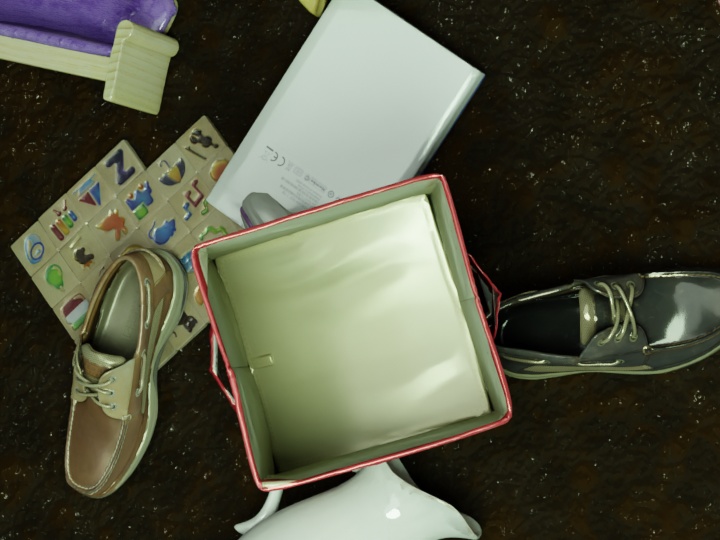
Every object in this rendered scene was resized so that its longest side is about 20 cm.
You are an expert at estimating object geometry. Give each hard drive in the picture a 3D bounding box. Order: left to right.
[{"bbox_3d":[-0.013,-0.101,1.708,0.132,0.025,0.201,35,98,17],"label":"hard drive"}]

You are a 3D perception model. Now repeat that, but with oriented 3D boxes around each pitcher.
[{"bbox_3d":[-0.037,0.200,1.647,0.200,0.121,0.172,-43,62,2],"label":"pitcher"}]

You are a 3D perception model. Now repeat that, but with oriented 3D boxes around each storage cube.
[{"bbox_3d":[-0.004,0.044,1.531,0.199,0.180,0.172,-16,88,-1],"label":"storage cube"}]

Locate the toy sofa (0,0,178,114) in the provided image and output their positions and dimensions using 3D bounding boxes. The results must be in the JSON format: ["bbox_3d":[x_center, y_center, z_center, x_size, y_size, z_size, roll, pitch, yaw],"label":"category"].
[{"bbox_3d":[-0.250,-0.193,1.793,0.199,0.083,0.098,14,91,24],"label":"toy sofa"}]

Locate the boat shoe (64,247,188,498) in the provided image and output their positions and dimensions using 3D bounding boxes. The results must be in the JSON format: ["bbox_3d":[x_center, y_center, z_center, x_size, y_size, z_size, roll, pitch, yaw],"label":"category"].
[{"bbox_3d":[-0.196,0.077,1.738,0.075,0.072,0.201,13,89,24],"label":"boat shoe"}]

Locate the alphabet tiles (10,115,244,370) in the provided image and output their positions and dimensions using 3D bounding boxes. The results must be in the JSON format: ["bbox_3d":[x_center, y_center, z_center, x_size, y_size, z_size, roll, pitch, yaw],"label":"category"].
[{"bbox_3d":[-0.166,-0.021,1.780,0.200,0.008,0.167,-42,70,13],"label":"alphabet tiles"}]

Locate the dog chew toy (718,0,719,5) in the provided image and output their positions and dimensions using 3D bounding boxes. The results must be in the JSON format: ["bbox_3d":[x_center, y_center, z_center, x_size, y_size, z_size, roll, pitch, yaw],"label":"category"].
[{"bbox_3d":[0.332,-0.241,1.537,0.199,0.125,0.125,-22,76,12],"label":"dog chew toy"}]

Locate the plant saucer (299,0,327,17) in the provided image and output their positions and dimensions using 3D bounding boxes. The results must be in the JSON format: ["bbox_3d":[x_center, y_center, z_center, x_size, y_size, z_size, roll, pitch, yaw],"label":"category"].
[{"bbox_3d":[-0.073,-0.296,1.658,0.048,0.200,0.200,-41,88,-8],"label":"plant saucer"}]

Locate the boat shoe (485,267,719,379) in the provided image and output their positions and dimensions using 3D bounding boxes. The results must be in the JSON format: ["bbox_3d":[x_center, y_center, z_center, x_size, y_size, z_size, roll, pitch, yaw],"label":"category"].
[{"bbox_3d":[0.175,0.040,1.592,0.199,0.073,0.075,-14,79,21],"label":"boat shoe"}]

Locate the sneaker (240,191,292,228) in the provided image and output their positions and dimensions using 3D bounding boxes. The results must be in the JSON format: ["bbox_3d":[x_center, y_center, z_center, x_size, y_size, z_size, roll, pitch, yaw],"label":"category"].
[{"bbox_3d":[0.000,0.000,1.664,0.200,0.075,0.100,40,80,1],"label":"sneaker"}]
